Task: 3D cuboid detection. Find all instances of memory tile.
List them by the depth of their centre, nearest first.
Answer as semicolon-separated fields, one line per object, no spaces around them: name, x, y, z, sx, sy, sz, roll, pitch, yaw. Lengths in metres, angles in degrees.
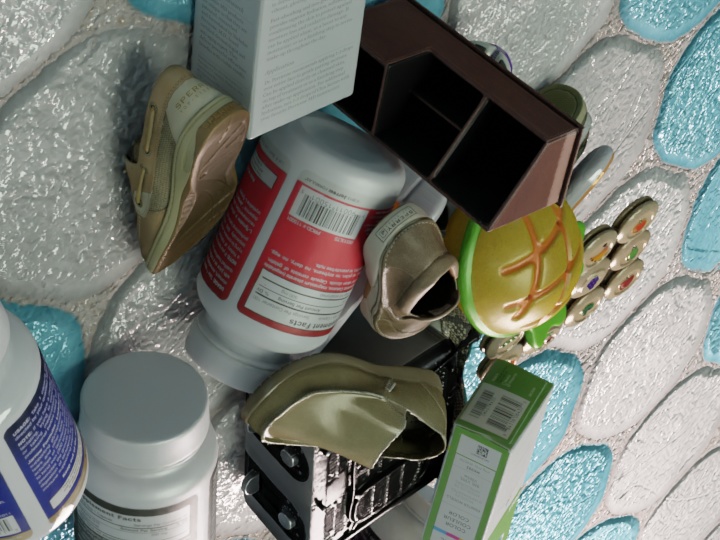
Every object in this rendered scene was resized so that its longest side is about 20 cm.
memory tile;0.186;0.019;1.759;0.199;0.017;0.154;-33;155;-19

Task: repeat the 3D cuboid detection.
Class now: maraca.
maraca;0.133;-0.007;1.605;0.200;0.107;0.138;30;83;-57

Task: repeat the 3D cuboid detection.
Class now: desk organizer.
desk organizer;0.062;-0.118;1.437;0.077;0.200;0.072;-23;140;-36

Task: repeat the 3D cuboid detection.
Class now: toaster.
toaster;-0.007;0.126;1.681;0.199;0.119;0.182;-31;145;-30

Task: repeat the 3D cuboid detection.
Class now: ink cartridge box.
ink cartridge box;0.107;0.190;1.751;0.104;0.059;0.201;-50;158;-48

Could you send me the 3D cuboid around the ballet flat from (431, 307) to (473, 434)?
ballet flat;0.066;0.086;1.773;0.075;0.068;0.201;-7;114;-21

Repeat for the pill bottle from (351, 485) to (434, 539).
pill bottle;0.027;0.311;1.929;0.201;0.112;0.112;-56;149;8

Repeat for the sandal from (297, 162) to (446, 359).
sandal;-0.006;-0.005;1.582;0.207;0.079;0.059;-50;156;9

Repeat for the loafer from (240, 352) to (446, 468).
loafer;-0.002;0.111;1.508;0.199;0.068;0.076;1;137;-41

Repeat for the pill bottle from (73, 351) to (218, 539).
pill bottle;-0.167;0.164;1.514;0.114;0.114;0.201;-30;143;-32

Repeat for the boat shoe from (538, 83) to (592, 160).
boat shoe;0.134;-0.067;1.710;0.200;0.075;0.068;-47;145;-8

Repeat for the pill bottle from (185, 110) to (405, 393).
pill bottle;-0.055;-0.012;1.478;0.112;0.112;0.201;-1;124;-53

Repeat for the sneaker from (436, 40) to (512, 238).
sneaker;0.079;-0.112;1.610;0.083;0.080;0.201;-40;159;-44

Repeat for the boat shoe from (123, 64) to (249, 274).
boat shoe;-0.128;-0.071;1.369;0.071;0.064;0.200;-40;167;-34

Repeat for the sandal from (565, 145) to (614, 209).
sandal;0.173;-0.023;1.760;0.207;0.059;0.079;-49;-175;33

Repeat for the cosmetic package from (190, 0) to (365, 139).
cosmetic package;-0.052;-0.200;1.323;0.101;0.071;0.201;-26;141;-35

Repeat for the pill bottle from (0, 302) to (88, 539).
pill bottle;-0.259;0.092;1.312;0.116;0.116;0.201;-39;148;-19

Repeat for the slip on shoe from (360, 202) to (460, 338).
slip on shoe;0.046;0.015;1.494;0.076;0.061;0.200;-40;161;-15
